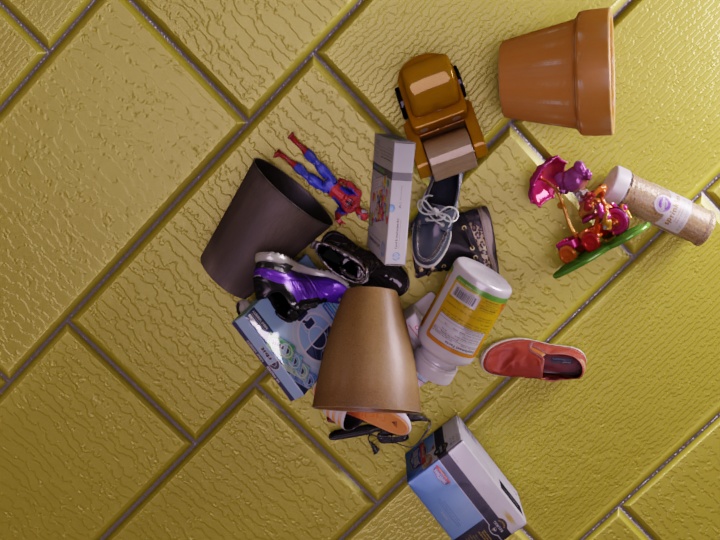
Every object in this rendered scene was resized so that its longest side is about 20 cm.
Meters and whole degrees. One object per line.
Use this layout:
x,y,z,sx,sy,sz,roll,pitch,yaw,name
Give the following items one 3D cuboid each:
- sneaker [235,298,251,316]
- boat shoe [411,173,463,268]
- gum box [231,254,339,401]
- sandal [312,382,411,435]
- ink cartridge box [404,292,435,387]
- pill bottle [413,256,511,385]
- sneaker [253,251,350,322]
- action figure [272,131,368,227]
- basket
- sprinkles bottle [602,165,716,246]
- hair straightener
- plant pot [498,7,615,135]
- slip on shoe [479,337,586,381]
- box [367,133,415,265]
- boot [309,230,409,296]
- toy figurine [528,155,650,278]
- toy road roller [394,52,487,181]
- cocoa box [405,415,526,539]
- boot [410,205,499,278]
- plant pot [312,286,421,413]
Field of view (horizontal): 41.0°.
-0.145,0.103,1.721,0.081,0.075,0.200,-46,126,0,sneaker
0.135,-0.105,1.656,0.074,0.062,0.203,19,76,9,boat shoe
-0.107,0.097,1.679,0.044,0.200,0.171,-27,103,44,gum box
-0.008,0.255,1.731,0.203,0.059,0.080,18,132,25,sandal
0.086,0.147,1.746,0.199,0.068,0.117,-39,99,8,ink cartridge box
0.164,0.090,1.641,0.110,0.111,0.202,26,107,-5,pill bottle
-0.103,0.044,1.635,0.198,0.069,0.102,20,67,-35,sneaker
-0.062,-0.150,1.674,0.199,0.099,0.065,40,101,-10,action figure
-0.175,-0.061,1.676,0.179,0.137,0.201,35,106,-22,basket
0.520,-0.113,1.685,0.197,0.068,0.069,24,101,-5,sprinkles bottle
0.036,0.301,1.799,0.195,0.041,0.079,-4,102,-3,hair straightener
0.325,-0.321,1.594,0.179,0.200,0.205,-1,103,17,plant pot
0.316,0.166,1.751,0.195,0.061,0.076,4,104,1,slip on shoe
0.050,-0.125,1.643,0.040,0.156,0.204,1,103,-11,box
0.000,0.000,1.661,0.197,0.174,0.070,29,98,-5,boot
0.369,-0.113,1.647,0.199,0.149,0.186,-31,88,48,toy figurine
0.125,-0.265,1.597,0.121,0.146,0.204,-19,72,5,toy road roller
0.189,0.398,1.763,0.130,0.134,0.201,-37,99,9,cocoa box
0.169,-0.005,1.710,0.147,0.073,0.204,-7,98,1,boot
0.012,0.135,1.625,0.182,0.187,0.205,1,80,1,plant pot
